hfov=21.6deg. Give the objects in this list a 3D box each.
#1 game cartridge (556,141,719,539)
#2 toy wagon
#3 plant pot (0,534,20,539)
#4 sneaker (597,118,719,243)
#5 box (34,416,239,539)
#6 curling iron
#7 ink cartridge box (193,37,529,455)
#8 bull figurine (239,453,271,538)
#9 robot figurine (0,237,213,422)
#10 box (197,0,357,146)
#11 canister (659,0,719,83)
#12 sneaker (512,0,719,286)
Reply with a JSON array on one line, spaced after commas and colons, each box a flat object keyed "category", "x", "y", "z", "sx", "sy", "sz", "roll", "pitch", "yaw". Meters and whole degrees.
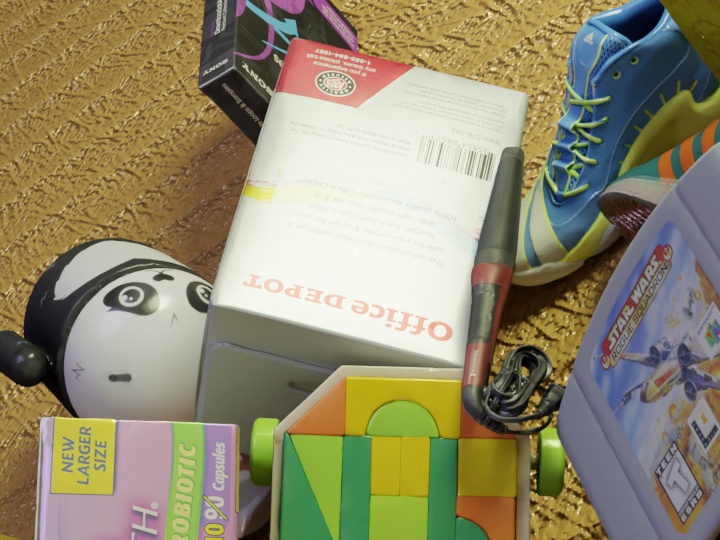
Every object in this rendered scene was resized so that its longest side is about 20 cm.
[{"category": "game cartridge", "x": 0.150, "y": 0.046, "z": 0.828, "sx": 0.133, "sy": 0.041, "sz": 0.200, "roll": 61, "pitch": 142, "yaw": 38}, {"category": "toy wagon", "x": 0.021, "y": 0.149, "z": 0.933, "sx": 0.155, "sy": 0.040, "sz": 0.201, "roll": 2, "pitch": 81, "yaw": 3}, {"category": "plant pot", "x": -0.290, "y": 0.252, "z": 1.116, "sx": 0.200, "sy": 0.176, "sz": 0.200, "roll": -30, "pitch": 35, "yaw": 36}, {"category": "sneaker", "x": 0.197, "y": -0.045, "z": 0.992, "sx": 0.080, "sy": 0.071, "sz": 0.200, "roll": -46, "pitch": 12, "yaw": -15}, {"category": "box", "x": -0.119, "y": 0.186, "z": 0.956, "sx": 0.200, "sy": 0.096, "sz": 0.176, "roll": 112, "pitch": 159, "yaw": -67}, {"category": "curling iron", "x": 0.076, "y": 0.008, "z": 0.966, "sx": 0.200, "sy": 0.049, "sz": 0.026, "roll": -87, "pitch": 19, "yaw": -46}, {"category": "ink cartridge box", "x": 0.000, "y": 0.000, "z": 1.069, "sx": 0.145, "sy": 0.145, "sz": 0.200, "roll": 103, "pitch": -178, "yaw": -53}, {"category": "bull figurine", "x": -0.091, "y": 0.144, "z": 1.138, "sx": 0.200, "sy": 0.065, "sz": 0.122, "roll": -33, "pitch": 42, "yaw": 30}, {"category": "robot figurine", "x": -0.151, "y": 0.045, "z": 1.242, "sx": 0.150, "sy": 0.125, "sz": 0.200, "roll": -46, "pitch": 24, "yaw": -8}, {"category": "box", "x": -0.054, "y": -0.150, "z": 1.339, "sx": 0.036, "sy": 0.143, "sz": 0.200, "roll": -27, "pitch": 38, "yaw": 24}, {"category": "canister", "x": 0.264, "y": -0.195, "z": 1.031, "sx": 0.200, "sy": 0.149, "sz": 0.086, "roll": -50, "pitch": 33, "yaw": -9}, {"category": "sneaker", "x": 0.134, "y": -0.087, "z": 1.096, "sx": 0.200, "sy": 0.105, "sz": 0.076, "roll": -46, "pitch": 33, "yaw": 0}]
